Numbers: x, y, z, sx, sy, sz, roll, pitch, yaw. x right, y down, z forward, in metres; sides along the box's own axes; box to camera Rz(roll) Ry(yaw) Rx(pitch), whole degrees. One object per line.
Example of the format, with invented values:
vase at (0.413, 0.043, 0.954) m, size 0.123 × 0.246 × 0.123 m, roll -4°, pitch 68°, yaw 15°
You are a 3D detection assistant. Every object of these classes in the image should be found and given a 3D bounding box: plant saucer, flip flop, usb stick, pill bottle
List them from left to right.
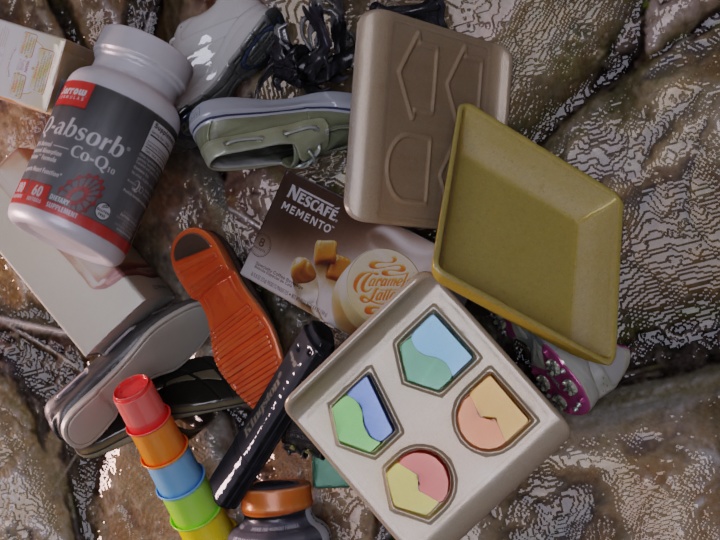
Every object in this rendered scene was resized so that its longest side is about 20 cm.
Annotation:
pill bottle at (-0.236, -0.116, 1.122) m, size 0.114 × 0.116 × 0.202 m, roll 19°, pitch 78°, yaw 8°
flip flop at (-0.194, 0.147, 1.221) m, size 0.198 × 0.081 × 0.058 m, roll -23°, pitch 123°, yaw 1°
usb stick at (-0.084, 0.138, 1.136) m, size 0.032 × 0.056 × 0.201 m, roll 26°, pitch 108°, yaw -18°
pill bottle at (-0.076, 0.309, 1.182) m, size 0.105 × 0.106 × 0.203 m, roll -4°, pitch 90°, yaw 9°
plant saucer at (0.146, -0.026, 1.100) m, size 0.198 × 0.202 × 0.048 m, roll 28°, pitch 140°, yaw -19°

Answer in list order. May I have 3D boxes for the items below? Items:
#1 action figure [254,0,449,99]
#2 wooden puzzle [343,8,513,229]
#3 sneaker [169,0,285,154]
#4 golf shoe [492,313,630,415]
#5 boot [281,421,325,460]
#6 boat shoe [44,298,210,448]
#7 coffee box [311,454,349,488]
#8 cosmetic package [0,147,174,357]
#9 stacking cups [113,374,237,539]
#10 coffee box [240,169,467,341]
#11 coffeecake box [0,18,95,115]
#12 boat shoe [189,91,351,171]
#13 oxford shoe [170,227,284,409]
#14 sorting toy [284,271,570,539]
action figure at (-0.020, -0.233, 1.166) m, size 0.198 × 0.119 × 0.103 m, roll -19°, pitch 97°, yaw 0°
wooden puzzle at (0.059, -0.134, 1.135) m, size 0.046 × 0.198 × 0.188 m, roll 5°, pitch 91°, yaw 46°
sneaker at (-0.163, -0.200, 1.218) m, size 0.087 × 0.074 × 0.200 m, roll 43°, pitch 93°, yaw 21°
golf shoe at (0.181, 0.038, 1.164) m, size 0.091 × 0.075 × 0.201 m, roll -28°, pitch 79°, yaw -21°
boot at (0.007, 0.179, 1.150) m, size 0.172 × 0.069 × 0.203 m, roll 8°, pitch 88°, yaw 15°
boat shoe at (-0.233, 0.090, 1.208) m, size 0.200 × 0.067 × 0.057 m, roll -43°, pitch 46°, yaw -20°
coffee box at (0.048, 0.148, 1.191) m, size 0.197 × 0.044 × 0.125 m, roll -5°, pitch 89°, yaw 9°
cosmetic package at (-0.292, -0.019, 1.216) m, size 0.087 × 0.103 × 0.200 m, roll -41°, pitch 86°, yaw 7°
stacking cups at (-0.179, 0.188, 1.177) m, size 0.060 × 0.061 × 0.202 m, roll -14°, pitch 118°, yaw 9°
coffee box at (0.000, 0.000, 1.158) m, size 0.198 × 0.080 × 0.115 m, roll 28°, pitch 94°, yaw 21°
coffeecake box at (-0.359, -0.209, 1.198) m, size 0.197 × 0.153 × 0.074 m, roll 18°, pitch 93°, yaw 9°
boat shoe at (-0.067, -0.126, 1.157) m, size 0.197 × 0.072 × 0.063 m, roll -6°, pitch 67°, yaw -24°
oxford shoe at (-0.114, 0.047, 1.198) m, size 0.071 × 0.073 × 0.202 m, roll -28°, pitch 82°, yaw 18°
sorting toy at (0.058, 0.133, 1.073) m, size 0.185 × 0.036 × 0.200 m, roll -43°, pitch 88°, yaw 5°
